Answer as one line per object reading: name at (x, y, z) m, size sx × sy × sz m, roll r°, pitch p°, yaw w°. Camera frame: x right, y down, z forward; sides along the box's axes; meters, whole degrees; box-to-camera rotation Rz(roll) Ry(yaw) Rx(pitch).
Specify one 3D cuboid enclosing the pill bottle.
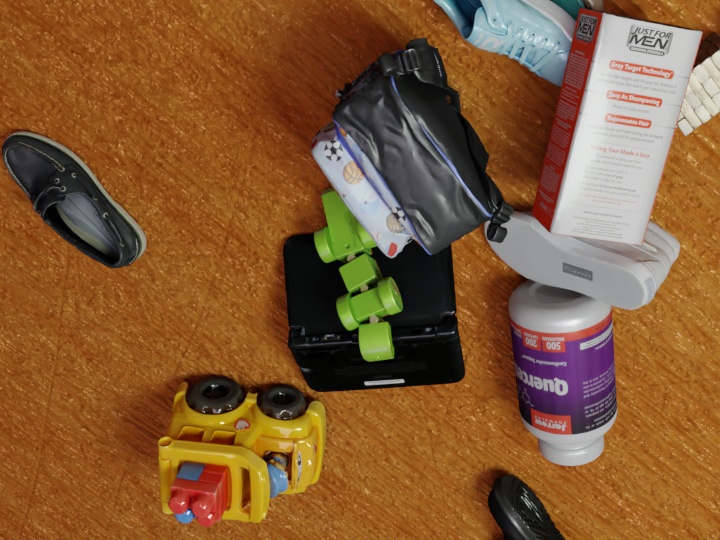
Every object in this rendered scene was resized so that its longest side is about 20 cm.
pill bottle at (0.229, 0.113, 0.957) m, size 0.110 × 0.113 × 0.204 m, roll -6°, pitch 113°, yaw 10°

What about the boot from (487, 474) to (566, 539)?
boot at (0.182, 0.375, 1.099) m, size 0.156 × 0.080 × 0.212 m, roll -30°, pitch 107°, yaw 19°

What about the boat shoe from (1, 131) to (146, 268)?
boat shoe at (-0.336, -0.075, 0.975) m, size 0.074 × 0.066 × 0.200 m, roll -36°, pitch 105°, yaw 21°

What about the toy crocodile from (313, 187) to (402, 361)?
toy crocodile at (0.000, 0.000, 0.937) m, size 0.066 × 0.062 × 0.204 m, roll -22°, pitch 75°, yaw 14°

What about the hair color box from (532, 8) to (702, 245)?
hair color box at (0.237, -0.133, 0.806) m, size 0.099 × 0.061 × 0.204 m, roll 7°, pitch 110°, yaw -10°

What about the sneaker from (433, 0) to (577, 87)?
sneaker at (0.136, -0.231, 0.823) m, size 0.199 × 0.082 × 0.074 m, roll 39°, pitch 155°, yaw -2°

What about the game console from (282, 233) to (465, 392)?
game console at (0.019, 0.049, 1.010) m, size 0.196 × 0.118 × 0.177 m, roll -5°, pitch 144°, yaw 10°

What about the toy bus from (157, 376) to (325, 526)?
toy bus at (-0.148, 0.235, 1.021) m, size 0.195 × 0.193 × 0.138 m, roll 5°, pitch 114°, yaw 3°

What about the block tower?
block tower at (0.372, -0.213, 0.824) m, size 0.199 × 0.058 × 0.054 m, roll -38°, pitch 104°, yaw 22°

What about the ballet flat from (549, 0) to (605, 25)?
ballet flat at (0.181, -0.303, 0.808) m, size 0.200 × 0.067 × 0.062 m, roll 45°, pitch 84°, yaw -15°

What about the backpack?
backpack at (0.048, -0.120, 0.837) m, size 0.152 × 0.191 × 0.202 m, roll -26°, pitch 109°, yaw 23°

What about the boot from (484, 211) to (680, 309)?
boot at (0.237, -0.030, 0.916) m, size 0.198 × 0.095 × 0.075 m, roll 27°, pitch 139°, yaw 31°
